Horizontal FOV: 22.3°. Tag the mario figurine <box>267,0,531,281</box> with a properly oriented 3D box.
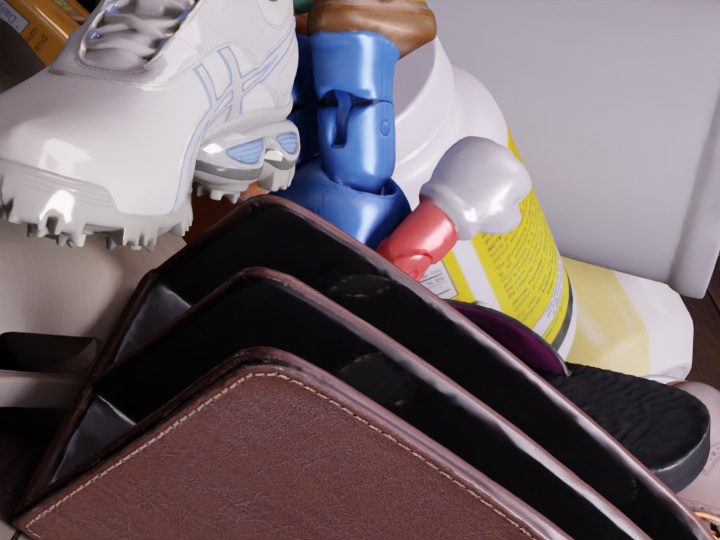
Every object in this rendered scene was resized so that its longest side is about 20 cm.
[{"bbox_3d":[0.000,0.000,0.702,0.106,0.201,0.123,-2,0,-15],"label":"mario figurine"}]

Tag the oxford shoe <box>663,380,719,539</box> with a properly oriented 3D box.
[{"bbox_3d":[0.137,0.122,0.708,0.071,0.073,0.200,10,55,-8],"label":"oxford shoe"}]

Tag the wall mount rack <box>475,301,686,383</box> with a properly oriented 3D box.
[{"bbox_3d":[0.120,0.101,0.809,0.173,0.075,0.200,14,48,-5],"label":"wall mount rack"}]

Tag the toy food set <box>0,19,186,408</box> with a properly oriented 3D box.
[{"bbox_3d":[-0.152,-0.030,0.611,0.143,0.060,0.200,7,34,-51],"label":"toy food set"}]

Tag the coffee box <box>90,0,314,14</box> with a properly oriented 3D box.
[{"bbox_3d":[-0.077,-0.194,0.875,0.123,0.044,0.200,-3,55,-15],"label":"coffee box"}]

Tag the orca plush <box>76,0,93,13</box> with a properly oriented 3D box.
[{"bbox_3d":[-0.144,-0.117,0.880,0.200,0.071,0.105,65,23,8],"label":"orca plush"}]

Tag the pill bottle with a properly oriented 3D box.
[{"bbox_3d":[0.026,-0.026,0.850,0.112,0.112,0.200,54,-6,42],"label":"pill bottle"}]

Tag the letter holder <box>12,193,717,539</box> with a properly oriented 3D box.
[{"bbox_3d":[0.028,0.070,0.532,0.200,0.142,0.101,38,48,-17],"label":"letter holder"}]

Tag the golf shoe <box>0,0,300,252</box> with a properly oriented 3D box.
[{"bbox_3d":[-0.072,-0.064,0.567,0.078,0.097,0.200,14,16,11],"label":"golf shoe"}]

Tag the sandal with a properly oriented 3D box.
[{"bbox_3d":[0.048,0.040,0.749,0.200,0.048,0.075,10,38,28],"label":"sandal"}]

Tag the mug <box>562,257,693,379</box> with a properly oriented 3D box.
[{"bbox_3d":[0.105,0.028,1.086,0.153,0.186,0.149,56,-18,19],"label":"mug"}]

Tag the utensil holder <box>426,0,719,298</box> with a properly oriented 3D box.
[{"bbox_3d":[0.107,-0.093,0.967,0.200,0.170,0.170,16,9,9],"label":"utensil holder"}]

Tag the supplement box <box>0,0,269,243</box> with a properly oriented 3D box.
[{"bbox_3d":[-0.134,-0.077,0.779,0.200,0.069,0.067,45,12,3],"label":"supplement box"}]
